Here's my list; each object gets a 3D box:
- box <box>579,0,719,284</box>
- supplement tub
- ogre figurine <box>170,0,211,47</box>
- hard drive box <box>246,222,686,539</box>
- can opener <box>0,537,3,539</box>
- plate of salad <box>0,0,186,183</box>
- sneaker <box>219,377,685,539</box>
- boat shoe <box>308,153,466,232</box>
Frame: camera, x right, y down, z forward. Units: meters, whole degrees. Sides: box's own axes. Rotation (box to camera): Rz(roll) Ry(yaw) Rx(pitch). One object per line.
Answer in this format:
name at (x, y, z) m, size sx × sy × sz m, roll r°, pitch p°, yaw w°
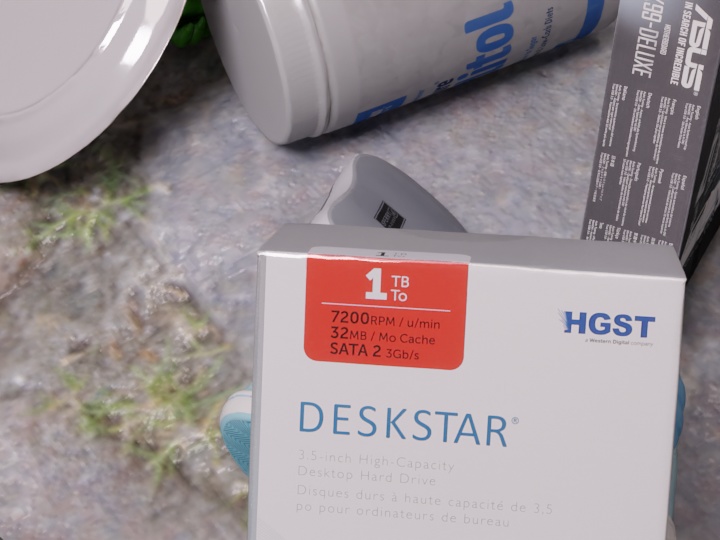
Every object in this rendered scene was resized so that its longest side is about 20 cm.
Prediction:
box at (0.154, -0.103, 0.824) m, size 0.050 × 0.200 × 0.158 m, roll 17°, pitch 35°, yaw 18°
supplement tub at (0.027, -0.157, 0.947) m, size 0.200 × 0.132 × 0.132 m, roll -22°, pitch 52°, yaw -13°
ogre figurine at (-0.048, -0.224, 1.016) m, size 0.200 × 0.120 × 0.098 m, roll -28°, pitch 54°, yaw -20°
hard drive box at (0.037, 0.088, 0.694) m, size 0.156 × 0.200 × 0.077 m, roll 3°, pitch 10°, yaw 6°
can opener at (-0.127, 0.165, 0.726) m, size 0.053 × 0.067 × 0.200 m, roll -38°, pitch 57°, yaw -25°
plate of salad at (-0.151, -0.134, 0.954) m, size 0.200 × 0.048 × 0.200 m, roll -19°, pitch 58°, yaw 33°
sneaker at (0.048, 0.058, 0.800) m, size 0.200 × 0.080 × 0.131 m, roll 17°, pitch 54°, yaw 5°
boat shoe at (0.000, 0.000, 0.825) m, size 0.070 × 0.066 × 0.200 m, roll 40°, pitch 16°, yaw -3°
